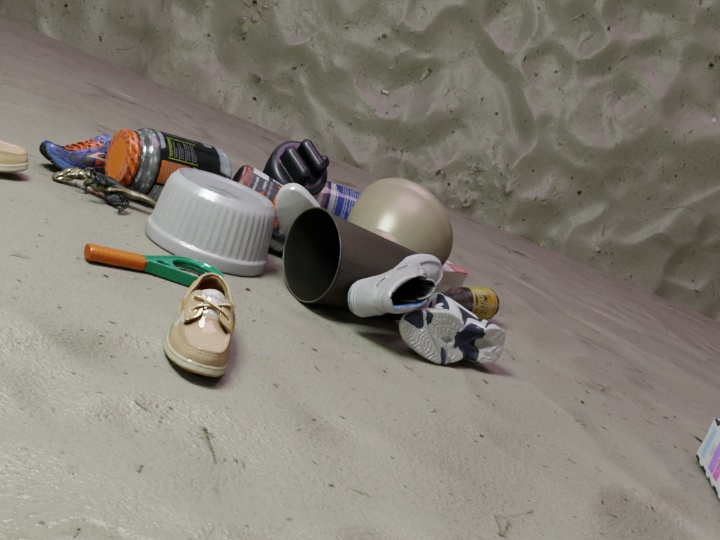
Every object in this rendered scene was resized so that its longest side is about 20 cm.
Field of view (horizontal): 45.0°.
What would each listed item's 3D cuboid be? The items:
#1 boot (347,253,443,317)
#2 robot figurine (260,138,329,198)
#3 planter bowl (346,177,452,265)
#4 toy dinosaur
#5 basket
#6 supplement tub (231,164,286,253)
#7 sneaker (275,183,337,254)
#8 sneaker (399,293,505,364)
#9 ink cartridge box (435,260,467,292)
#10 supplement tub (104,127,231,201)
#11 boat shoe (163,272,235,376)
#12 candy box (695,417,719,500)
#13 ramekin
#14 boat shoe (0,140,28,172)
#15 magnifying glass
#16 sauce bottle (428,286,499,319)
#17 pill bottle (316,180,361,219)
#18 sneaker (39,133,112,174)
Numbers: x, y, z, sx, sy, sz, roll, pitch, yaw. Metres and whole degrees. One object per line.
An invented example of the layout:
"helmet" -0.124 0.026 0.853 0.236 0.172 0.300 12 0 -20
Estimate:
"boot" 0.079 0.025 1.273 0.094 0.075 0.198 1 18 45
"robot figurine" -0.140 -0.176 1.716 0.147 0.127 0.200 12 -28 -20
"planter bowl" 0.050 -0.042 1.534 0.197 0.203 0.135 24 38 13
"toy dinosaur" -0.400 -0.128 1.398 0.197 0.048 0.088 24 5 -9
"basket" 0.000 0.000 1.360 0.197 0.138 0.180 18 17 -35
"supplement tub" -0.142 -0.093 1.515 0.198 0.108 0.107 28 10 -18
"sneaker" -0.080 -0.080 1.435 0.090 0.074 0.201 -91 157 -45
"sneaker" 0.114 0.084 1.332 0.196 0.081 0.129 5 12 -34
"ink cartridge box" 0.099 -0.013 1.730 0.198 0.069 0.116 32 15 32
"supplement tub" -0.335 -0.175 1.518 0.197 0.125 0.122 12 15 -41
"boat shoe" -0.173 0.052 0.962 0.072 0.070 0.200 18 13 -16
"candy box" 0.583 0.303 1.227 0.165 0.073 0.200 23 13 5
"ramekin" -0.225 -0.081 1.355 0.197 0.107 0.200 22 12 -5
"boat shoe" -0.577 -0.196 1.269 0.198 0.070 0.073 10 16 -44
"magnifying glass" -0.271 -0.007 1.161 0.197 0.023 0.079 11 17 -39
"sauce bottle" 0.187 0.062 1.580 0.065 0.067 0.198 29 16 30
"pill bottle" -0.020 -0.112 1.836 0.196 0.113 0.111 18 12 -17
"sneaker" -0.466 -0.203 1.512 0.075 0.080 0.198 29 14 33
